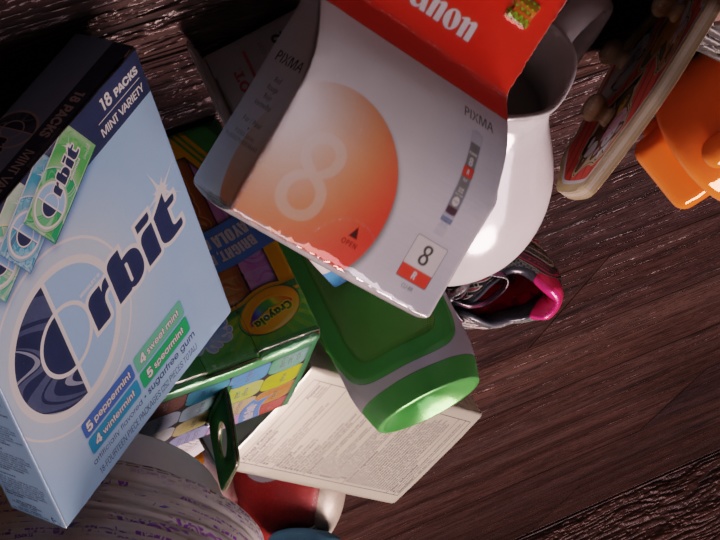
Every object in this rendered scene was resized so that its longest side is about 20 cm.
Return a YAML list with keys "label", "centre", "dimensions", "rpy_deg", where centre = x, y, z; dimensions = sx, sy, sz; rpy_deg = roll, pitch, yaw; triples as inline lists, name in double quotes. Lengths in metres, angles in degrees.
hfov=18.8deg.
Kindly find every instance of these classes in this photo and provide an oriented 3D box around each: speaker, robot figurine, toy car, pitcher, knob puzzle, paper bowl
- label: "speaker"
  centre: [0.000, 0.000, 1.403]
  dimensions: [0.088, 0.201, 0.089]
  rpy_deg: [-25, 164, -8]
- label: "robot figurine"
  centre: [0.304, -0.130, 1.656]
  dimensions: [0.200, 0.117, 0.144]
  rpy_deg: [-35, 152, 30]
- label: "toy car"
  centre: [-0.116, 0.164, 1.745]
  dimensions: [0.199, 0.185, 0.177]
  rpy_deg: [6, 157, -9]
- label: "pitcher"
  centre: [0.092, -0.091, 1.455]
  dimensions: [0.171, 0.121, 0.200]
  rpy_deg: [-35, 160, -33]
- label: "knob puzzle"
  centre: [0.177, -0.128, 1.451]
  dimensions: [0.220, 0.030, 0.220]
  rpy_deg: [-56, -173, 10]
- label: "paper bowl"
  centre: [-0.155, 0.166, 1.284]
  dimensions: [0.199, 0.105, 0.201]
  rpy_deg: [2, 148, 1]

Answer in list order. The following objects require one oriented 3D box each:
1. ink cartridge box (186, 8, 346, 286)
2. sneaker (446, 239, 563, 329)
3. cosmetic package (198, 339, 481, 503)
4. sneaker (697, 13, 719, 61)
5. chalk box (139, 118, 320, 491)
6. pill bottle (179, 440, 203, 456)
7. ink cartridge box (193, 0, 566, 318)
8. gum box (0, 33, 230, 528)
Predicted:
- label: "ink cartridge box"
  centre: [-0.030, -0.074, 1.277]
  dimensions: [0.068, 0.116, 0.200]
  rpy_deg: [-27, 165, 4]
- label: "sneaker"
  centre: [0.048, 0.008, 1.538]
  dimensions: [0.199, 0.075, 0.081]
  rpy_deg: [-9, 122, -18]
- label: "cosmetic package"
  centre: [-0.019, 0.092, 1.497]
  dimensions: [0.104, 0.073, 0.200]
  rpy_deg: [-46, 144, 18]
- label: "sneaker"
  centre: [0.284, -0.198, 1.482]
  dimensions: [0.078, 0.091, 0.200]
  rpy_deg: [21, 162, -26]
- label: "chalk box"
  centre: [-0.108, 0.034, 1.335]
  dimensions: [0.123, 0.201, 0.125]
  rpy_deg: [-21, 164, -21]
- label: "pill bottle"
  centre: [-0.135, 0.076, 1.588]
  dimensions: [0.200, 0.114, 0.113]
  rpy_deg: [-37, 162, 34]
- label: "ink cartridge box"
  centre: [0.026, -0.091, 1.166]
  dimensions: [0.162, 0.050, 0.201]
  rpy_deg: [29, 96, -40]
- label: "gum box"
  centre: [-0.153, 0.007, 1.152]
  dimensions: [0.170, 0.044, 0.201]
  rpy_deg: [-54, 146, -32]
